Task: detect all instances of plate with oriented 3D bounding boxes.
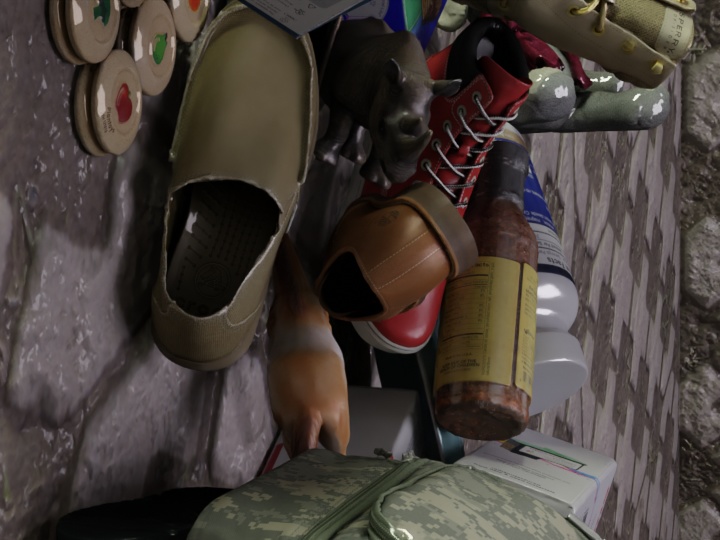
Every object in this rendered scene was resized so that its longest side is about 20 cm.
[{"bbox_3d":[0.042,0.087,1.163,0.200,0.025,0.201,167,-90,-81],"label":"plate"}]

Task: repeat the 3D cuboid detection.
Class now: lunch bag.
[{"bbox_3d":[0.024,0.166,0.784,0.200,0.167,0.140,-11,107,-70],"label":"lunch bag"}]

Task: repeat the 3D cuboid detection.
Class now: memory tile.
[{"bbox_3d":[-0.113,-0.169,0.780,0.153,0.017,0.200,-67,154,-48],"label":"memory tile"}]

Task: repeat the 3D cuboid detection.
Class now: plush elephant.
[{"bbox_3d":[0.127,-0.185,1.293,0.164,0.200,0.155,0,90,-39],"label":"plush elephant"}]

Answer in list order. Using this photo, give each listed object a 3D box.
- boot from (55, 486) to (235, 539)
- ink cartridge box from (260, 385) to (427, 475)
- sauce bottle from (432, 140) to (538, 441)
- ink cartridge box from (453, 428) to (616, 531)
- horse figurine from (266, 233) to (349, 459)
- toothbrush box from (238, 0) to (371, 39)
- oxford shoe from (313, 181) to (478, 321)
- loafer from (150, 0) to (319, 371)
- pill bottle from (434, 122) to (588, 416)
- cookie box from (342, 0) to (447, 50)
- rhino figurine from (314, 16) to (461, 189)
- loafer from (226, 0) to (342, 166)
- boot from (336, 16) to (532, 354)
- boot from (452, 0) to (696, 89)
[{"bbox_3d":[-0.093,0.198,0.826,0.200,0.076,0.169,17,74,-79],"label":"boot"},{"bbox_3d":[-0.006,0.197,1.097,0.144,0.083,0.200,-64,151,-52],"label":"ink cartridge box"},{"bbox_3d":[0.086,0.010,1.092,0.066,0.066,0.201,66,28,-57],"label":"sauce bottle"},{"bbox_3d":[0.098,0.192,1.103,0.200,0.084,0.145,-6,114,-74],"label":"ink cartridge box"},{"bbox_3d":[-0.033,0.070,0.951,0.200,0.050,0.133,-97,-176,-53],"label":"horse figurine"},{"bbox_3d":[-0.037,-0.231,0.738,0.146,0.085,0.201,28,62,-33],"label":"toothbrush box"},{"bbox_3d":[0.000,0.000,0.939,0.071,0.071,0.200,55,-15,1],"label":"oxford shoe"},{"bbox_3d":[-0.061,-0.049,0.854,0.067,0.076,0.201,131,-33,-78],"label":"loafer"},{"bbox_3d":[0.089,0.000,1.195,0.116,0.115,0.200,59,14,-62],"label":"pill bottle"},{"bbox_3d":[0.018,-0.252,1.086,0.200,0.075,0.172,-67,155,-46],"label":"cookie box"},{"bbox_3d":[0.009,-0.097,0.952,0.088,0.060,0.200,-67,-162,9],"label":"rhino figurine"},{"bbox_3d":[-0.050,-0.083,0.925,0.072,0.063,0.201,46,51,-69],"label":"loafer"},{"bbox_3d":[0.052,-0.055,1.043,0.072,0.144,0.201,17,65,-28],"label":"boot"},{"bbox_3d":[0.135,-0.175,1.009,0.073,0.155,0.200,-64,-177,-8],"label":"boot"}]
